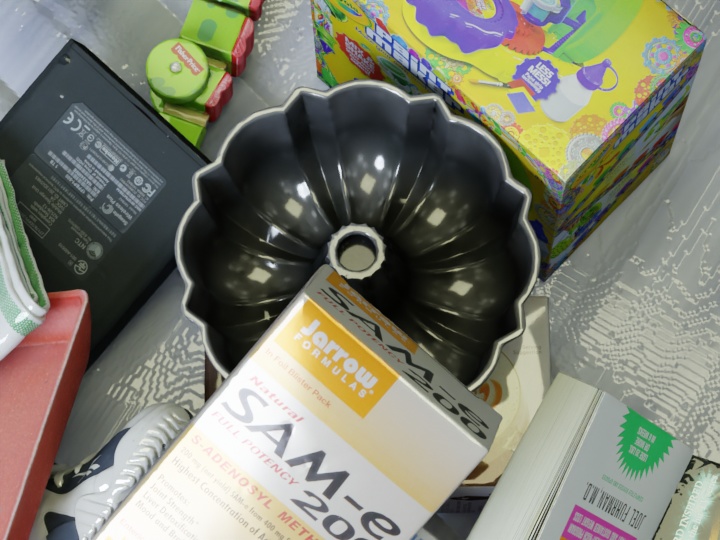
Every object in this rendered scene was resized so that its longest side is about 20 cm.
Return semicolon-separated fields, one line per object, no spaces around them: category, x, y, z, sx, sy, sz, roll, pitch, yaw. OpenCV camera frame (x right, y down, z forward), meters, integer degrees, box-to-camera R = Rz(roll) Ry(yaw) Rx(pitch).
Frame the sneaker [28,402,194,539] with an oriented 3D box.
sneaker;-0.180;0.124;1.302;0.130;0.079;0.199;46;123;24

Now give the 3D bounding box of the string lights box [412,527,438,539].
string lights box;-0.021;0.235;1.279;0.059;0.103;0.200;39;78;14

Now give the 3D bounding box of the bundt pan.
bundt pan;0.000;0.000;1.263;0.201;0.076;0.202;-1;73;3

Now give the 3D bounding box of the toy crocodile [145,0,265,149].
toy crocodile;-0.090;-0.150;1.418;0.062;0.068;0.200;17;76;2

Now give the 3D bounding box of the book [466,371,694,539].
book;0.107;0.169;1.269;0.048;0.134;0.200;23;85;37

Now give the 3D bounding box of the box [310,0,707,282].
box;0.082;-0.126;1.340;0.200;0.193;0.122;43;78;13

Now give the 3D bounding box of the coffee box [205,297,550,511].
coffee box;0.011;0.080;1.330;0.200;0.080;0.115;0;73;1

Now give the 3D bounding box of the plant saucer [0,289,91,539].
plant saucer;-0.242;0.113;1.287;0.199;0.037;0.200;-7;56;39

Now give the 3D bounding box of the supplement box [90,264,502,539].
supplement box;-0.038;0.115;1.173;0.126;0.074;0.200;40;105;0

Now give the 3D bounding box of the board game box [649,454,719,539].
board game box;0.214;0.221;1.317;0.135;0.028;0.200;22;75;8

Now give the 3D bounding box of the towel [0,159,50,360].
towel;-0.274;0.032;1.320;0.200;0.031;0.149;-38;46;14

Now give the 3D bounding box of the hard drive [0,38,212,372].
hard drive;-0.188;-0.020;1.369;0.140;0.033;0.200;42;95;13
